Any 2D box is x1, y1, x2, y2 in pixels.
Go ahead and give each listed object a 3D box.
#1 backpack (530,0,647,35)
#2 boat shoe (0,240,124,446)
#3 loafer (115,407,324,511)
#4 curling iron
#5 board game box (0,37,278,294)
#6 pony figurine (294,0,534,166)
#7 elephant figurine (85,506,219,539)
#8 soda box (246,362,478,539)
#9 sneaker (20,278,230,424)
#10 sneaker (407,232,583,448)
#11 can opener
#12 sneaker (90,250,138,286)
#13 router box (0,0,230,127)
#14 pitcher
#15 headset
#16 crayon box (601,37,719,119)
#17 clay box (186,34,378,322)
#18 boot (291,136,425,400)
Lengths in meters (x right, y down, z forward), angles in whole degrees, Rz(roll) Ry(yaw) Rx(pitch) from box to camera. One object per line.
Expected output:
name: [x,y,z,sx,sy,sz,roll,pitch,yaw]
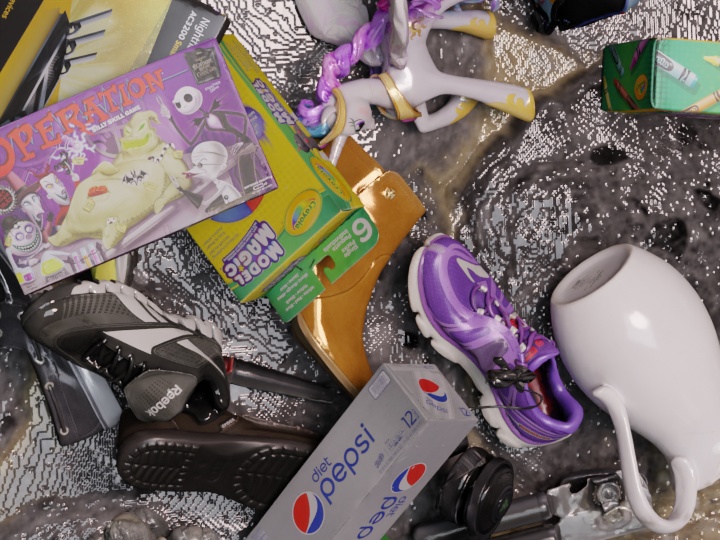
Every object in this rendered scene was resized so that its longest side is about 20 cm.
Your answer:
backpack: [0.179,-0.287,1.612,0.134,0.200,0.183,-32,99,-9]
boat shoe: [-0.257,0.047,1.600,0.066,0.070,0.200,-31,107,-11]
loafer: [-0.102,0.134,1.627,0.200,0.071,0.073,14,124,-34]
curling iron: [-0.110,0.068,1.652,0.200,0.026,0.050,23,91,-14]
board game box: [-0.173,-0.075,1.498,0.200,0.032,0.120,-24,89,0]
pony figurine: [0.032,-0.184,1.622,0.200,0.166,0.194,-13,104,-27]
elephant figurine: [-0.154,0.259,1.563,0.155,0.200,0.142,25,87,-13]
soda box: [0.000,0.162,1.609,0.068,0.063,0.200,4,130,-50]
sneaker: [-0.163,0.066,1.534,0.066,0.091,0.200,-40,144,23]
sneaker: [0.116,0.051,1.667,0.081,0.083,0.200,-46,107,-34]
can opener: [0.142,0.206,1.711,0.199,0.067,0.053,-14,97,1]
sneaker: [-0.227,-0.069,1.600,0.090,0.078,0.201,-16,92,-2]
router box: [-0.211,-0.135,1.534,0.157,0.052,0.200,27,91,-2]
pitcher: [0.230,0.095,1.672,0.200,0.121,0.172,54,46,-15]
headset: [0.067,0.151,1.637,0.124,0.094,0.200,46,106,20]
crayon box: [0.310,-0.152,1.691,0.199,0.119,0.058,3,92,-13]
clay box: [-0.086,-0.068,1.584,0.115,0.048,0.200,-42,77,22]
boot: [0.000,0.000,1.652,0.144,0.071,0.201,-38,96,-8]
